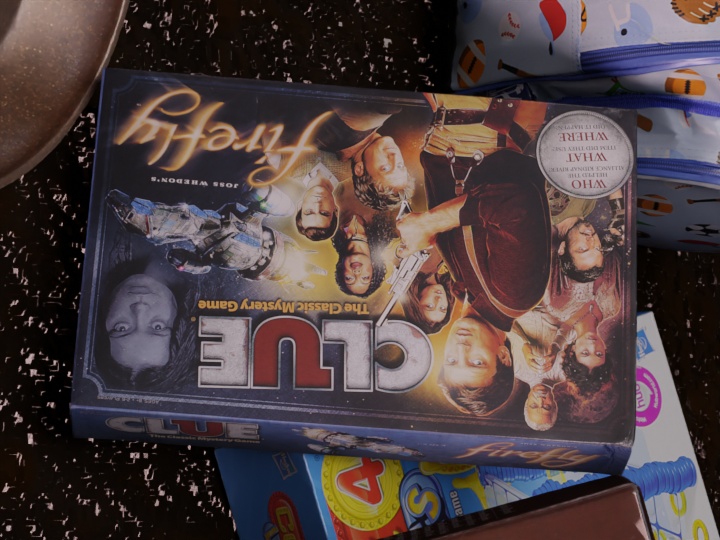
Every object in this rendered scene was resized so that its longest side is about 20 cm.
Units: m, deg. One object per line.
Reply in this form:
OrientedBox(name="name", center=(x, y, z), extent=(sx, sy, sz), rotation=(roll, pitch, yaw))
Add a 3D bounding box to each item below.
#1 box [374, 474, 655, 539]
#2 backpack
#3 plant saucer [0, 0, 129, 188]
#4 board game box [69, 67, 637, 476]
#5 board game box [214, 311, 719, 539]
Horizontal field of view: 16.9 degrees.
OrientedBox(name="box", center=(0.011, 0.144, 0.840), extent=(0.200, 0.075, 0.100), rotation=(-15, 89, 2))
OrientedBox(name="backpack", center=(0.145, -0.087, 0.993), extent=(0.200, 0.190, 0.154), rotation=(6, 76, -38))
OrientedBox(name="plant saucer", center=(-0.148, -0.124, 0.833), extent=(0.200, 0.037, 0.201), rotation=(-23, 117, -56))
OrientedBox(name="board game box", center=(0.000, 0.000, 0.885), extent=(0.200, 0.035, 0.136), rotation=(4, 67, -3))
OrientedBox(name="board game box", center=(0.060, 0.135, 0.958), extent=(0.196, 0.056, 0.200), rotation=(-16, 89, -39))
